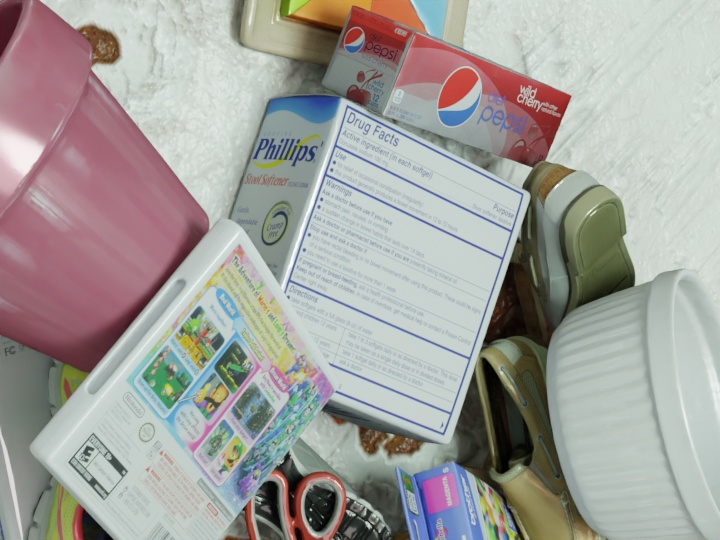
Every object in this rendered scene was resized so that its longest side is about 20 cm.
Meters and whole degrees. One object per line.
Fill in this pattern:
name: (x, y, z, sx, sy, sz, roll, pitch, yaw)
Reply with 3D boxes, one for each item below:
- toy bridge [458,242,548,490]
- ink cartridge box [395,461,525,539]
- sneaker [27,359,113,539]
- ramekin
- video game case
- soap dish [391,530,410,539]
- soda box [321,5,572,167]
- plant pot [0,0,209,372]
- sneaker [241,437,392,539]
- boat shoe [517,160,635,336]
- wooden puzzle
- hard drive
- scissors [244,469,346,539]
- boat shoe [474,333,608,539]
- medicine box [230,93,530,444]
toy bridge: (0.114, 0.079, 1.529, 0.067, 0.027, 0.202, 10, 88, -35)
ink cartridge box: (0.089, 0.215, 1.434, 0.200, 0.042, 0.120, 36, 38, -58)
sneaker: (-0.161, 0.118, 1.281, 0.078, 0.090, 0.202, 8, 88, -31)
ramekin: (0.212, 0.107, 1.433, 0.200, 0.104, 0.202, 45, 38, -51)
video game case: (-0.103, 0.090, 1.223, 0.182, 0.024, 0.200, -51, 146, -15)
soap dish: (0.021, 0.309, 1.454, 0.157, 0.081, 0.202, -32, 110, -28)
soda box: (0.066, -0.130, 1.416, 0.199, 0.070, 0.064, 13, 101, -50)
plant pot: (-0.199, -0.039, 1.199, 0.179, 0.199, 0.201, 40, 73, -23)
sneaker: (-0.063, 0.147, 1.398, 0.074, 0.079, 0.200, -45, 101, -2)
boat shoe: (0.162, -0.009, 1.485, 0.074, 0.068, 0.201, -34, 147, -21)
wooden puzzle: (0.010, -0.238, 1.428, 0.198, 0.037, 0.187, 10, 88, -34)
hard drive: (-0.197, 0.080, 1.324, 0.131, 0.025, 0.202, -16, 102, -31)
scissors: (-0.035, 0.235, 1.364, 0.072, 0.014, 0.202, -9, 96, -12)
boat shoe: (0.125, 0.151, 1.464, 0.076, 0.071, 0.202, -11, 81, -51)
medicine box: (0.000, 0.000, 1.401, 0.181, 0.103, 0.202, 24, 80, -32)
